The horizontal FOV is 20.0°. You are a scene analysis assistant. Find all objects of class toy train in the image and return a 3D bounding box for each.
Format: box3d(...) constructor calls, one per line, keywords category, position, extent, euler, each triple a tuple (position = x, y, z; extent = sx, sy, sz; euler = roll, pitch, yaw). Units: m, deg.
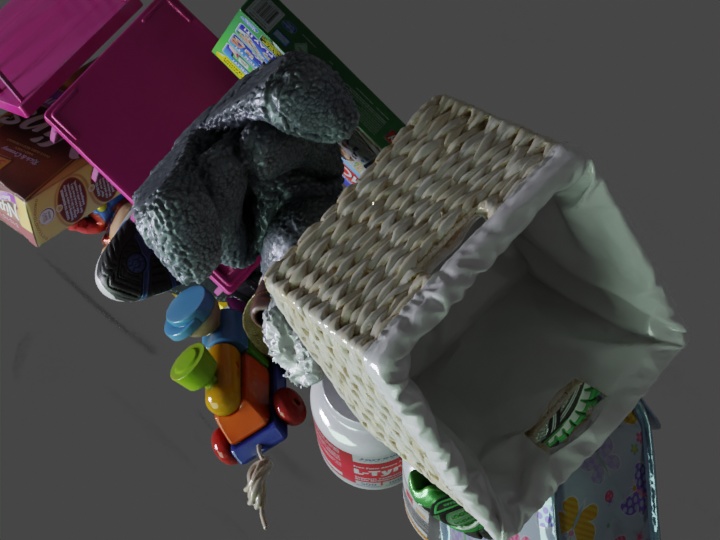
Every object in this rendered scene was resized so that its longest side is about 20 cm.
box3d(category="toy train", position=(-0.110, 0.107, 1.675), extent=(0.116, 0.084, 0.201), euler=(44, -156, -30))

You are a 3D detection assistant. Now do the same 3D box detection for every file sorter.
box3d(category="file sorter", position=(-0.136, -0.094, 1.654), extent=(0.200, 0.139, 0.125), euler=(44, 169, -3))
box3d(category="file sorter", position=(-0.310, -0.236, 1.739), extent=(0.200, 0.139, 0.126), euler=(22, 153, 55))

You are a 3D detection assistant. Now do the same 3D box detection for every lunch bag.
box3d(category="lunch bag", position=(0.146, 0.140, 1.603), extent=(0.169, 0.126, 0.202), euler=(12, 114, 55))

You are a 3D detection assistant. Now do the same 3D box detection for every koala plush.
box3d(category="koala plush", position=(-0.044, -0.032, 1.463), extent=(0.200, 0.177, 0.184), euler=(46, 177, -12))

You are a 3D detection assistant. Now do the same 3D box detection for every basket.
box3d(category="basket", position=(0.073, 0.026, 1.335), extent=(0.160, 0.198, 0.200), euler=(31, 162, 46))

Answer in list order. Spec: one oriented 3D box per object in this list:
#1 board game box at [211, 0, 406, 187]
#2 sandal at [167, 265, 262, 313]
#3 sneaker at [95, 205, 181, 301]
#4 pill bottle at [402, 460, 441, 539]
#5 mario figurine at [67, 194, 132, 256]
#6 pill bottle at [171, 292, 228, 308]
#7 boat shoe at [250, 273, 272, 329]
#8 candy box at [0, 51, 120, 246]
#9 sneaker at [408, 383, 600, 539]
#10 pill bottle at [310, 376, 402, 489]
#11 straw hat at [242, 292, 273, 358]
box3d(category="board game box", position=(-0.021, -0.117, 1.522), extent=(0.200, 0.029, 0.135), euler=(44, 165, -4))
box3d(category="sandal", position=(-0.098, 0.022, 1.772), extent=(0.199, 0.048, 0.075), euler=(5, 147, 28))
box3d(category="sneaker", position=(-0.164, -0.038, 1.765), extent=(0.077, 0.200, 0.076), euler=(-23, 110, 49))
box3d(category="pill bottle", position=(0.094, 0.176, 1.802), extent=(0.116, 0.116, 0.200), euler=(39, 167, 14))
box3d(category="mario figurine", position=(-0.217, -0.070, 1.847), extent=(0.200, 0.123, 0.106), euler=(51, -167, -4))
box3d(category="pill bottle", position=(-0.156, -0.032, 1.963), extent=(0.200, 0.111, 0.111), euler=(47, 165, -14))
box3d(category="boat shoe", position=(0.012, 0.053, 1.544), extent=(0.199, 0.071, 0.071), euler=(21, 131, 5))
box3d(category="candy box", position=(-0.239, -0.113, 1.769), extent=(0.116, 0.200, 0.057), euler=(32, 146, 36))
box3d(category="sneaker", position=(0.108, 0.102, 1.476), extent=(0.085, 0.201, 0.078), euler=(22, -169, -38))
box3d(category="pill bottle", position=(0.011, 0.127, 1.890), extent=(0.112, 0.112, 0.200), euler=(39, 167, 14))
box3d(category="straw hat", position=(0.000, 0.000, 1.661), extent=(0.201, 0.199, 0.086), euler=(66, -163, -57))
